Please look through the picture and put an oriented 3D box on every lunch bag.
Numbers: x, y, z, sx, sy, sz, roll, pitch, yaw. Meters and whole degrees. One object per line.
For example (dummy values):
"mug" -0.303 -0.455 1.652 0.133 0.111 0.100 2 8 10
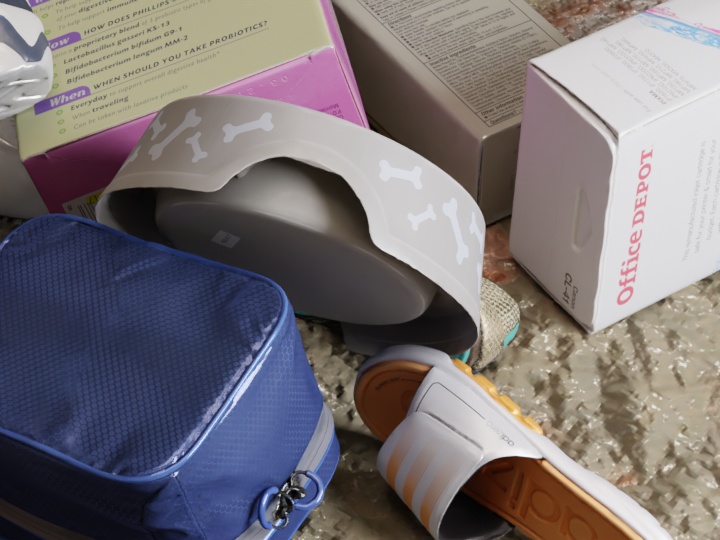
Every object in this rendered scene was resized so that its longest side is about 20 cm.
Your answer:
"lunch bag" -0.105 0.077 1.090 0.199 0.133 0.136 19 56 30

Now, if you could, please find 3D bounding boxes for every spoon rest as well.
"spoon rest" -0.244 -0.075 1.317 0.198 0.061 0.100 11 43 -10

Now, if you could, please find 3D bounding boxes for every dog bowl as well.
"dog bowl" -0.029 -0.022 1.104 0.199 0.200 0.059 14 71 13

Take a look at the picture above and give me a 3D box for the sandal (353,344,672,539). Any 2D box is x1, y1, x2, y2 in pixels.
"sandal" 0.066 0.110 1.100 0.206 0.080 0.059 33 49 27

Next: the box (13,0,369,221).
"box" -0.100 -0.119 1.240 0.175 0.097 0.201 -20 44 3

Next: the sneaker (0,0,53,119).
"sneaker" -0.268 -0.126 1.141 0.198 0.080 0.130 -20 73 -7

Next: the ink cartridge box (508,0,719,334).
"ink cartridge box" 0.188 -0.075 1.251 0.199 0.148 0.086 -23 48 -25

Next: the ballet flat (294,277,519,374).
"ballet flat" 0.000 0.000 1.234 0.199 0.068 0.075 25 28 24

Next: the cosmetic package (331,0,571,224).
"cosmetic package" 0.054 -0.125 1.354 0.103 0.073 0.200 -23 48 -23
